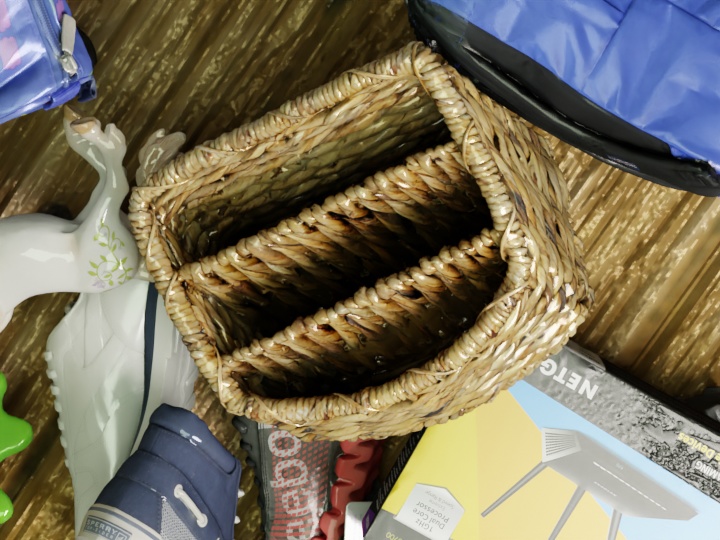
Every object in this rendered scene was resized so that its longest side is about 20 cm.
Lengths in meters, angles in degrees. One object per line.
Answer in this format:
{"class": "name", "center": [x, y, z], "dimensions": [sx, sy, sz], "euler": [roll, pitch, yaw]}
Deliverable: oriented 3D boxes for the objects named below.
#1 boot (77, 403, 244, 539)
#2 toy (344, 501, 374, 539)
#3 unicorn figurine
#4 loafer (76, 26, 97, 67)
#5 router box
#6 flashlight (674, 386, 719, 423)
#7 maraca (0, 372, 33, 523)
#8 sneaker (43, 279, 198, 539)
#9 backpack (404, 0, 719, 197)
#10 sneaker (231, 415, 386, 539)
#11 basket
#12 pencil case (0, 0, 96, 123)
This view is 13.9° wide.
{"class": "boot", "center": [-0.088, 0.154, 1.666], "dimensions": [0.073, 0.200, 0.090], "euler": [22, 71, 24]}
{"class": "toy", "center": [0.080, 0.185, 1.687], "dimensions": [0.200, 0.047, 0.115], "euler": [1, 96, -14]}
{"class": "unicorn figurine", "center": [-0.188, -0.016, 1.612], "dimensions": [0.200, 0.074, 0.138], "euler": [-1, 112, 22]}
{"class": "loafer", "center": [-0.242, -0.108, 1.633], "dimensions": [0.200, 0.073, 0.071], "euler": [4, 113, 10]}
{"class": "router box", "center": [0.122, 0.127, 1.614], "dimensions": [0.200, 0.051, 0.149], "euler": [29, 98, -6]}
{"class": "flashlight", "center": [0.217, 0.166, 1.687], "dimensions": [0.068, 0.068, 0.200], "euler": [-17, 99, -9]}
{"class": "maraca", "center": [-0.284, 0.098, 1.660], "dimensions": [0.200, 0.107, 0.137], "euler": [8, 72, 12]}
{"class": "sneaker", "center": [-0.141, 0.072, 1.681], "dimensions": [0.080, 0.076, 0.200], "euler": [14, 103, 12]}
{"class": "backpack", "center": [0.133, -0.145, 1.556], "dimensions": [0.200, 0.163, 0.168], "euler": [27, 85, 4]}
{"class": "sneaker", "center": [-0.032, 0.107, 1.679], "dimensions": [0.098, 0.071, 0.201], "euler": [22, 113, 9]}
{"class": "basket", "center": [0.000, 0.000, 1.534], "dimensions": [0.200, 0.149, 0.143], "euler": [-24, 61, 22]}
{"class": "pencil case", "center": [-0.198, -0.167, 1.505], "dimensions": [0.087, 0.078, 0.200], "euler": [-6, 109, 36]}
